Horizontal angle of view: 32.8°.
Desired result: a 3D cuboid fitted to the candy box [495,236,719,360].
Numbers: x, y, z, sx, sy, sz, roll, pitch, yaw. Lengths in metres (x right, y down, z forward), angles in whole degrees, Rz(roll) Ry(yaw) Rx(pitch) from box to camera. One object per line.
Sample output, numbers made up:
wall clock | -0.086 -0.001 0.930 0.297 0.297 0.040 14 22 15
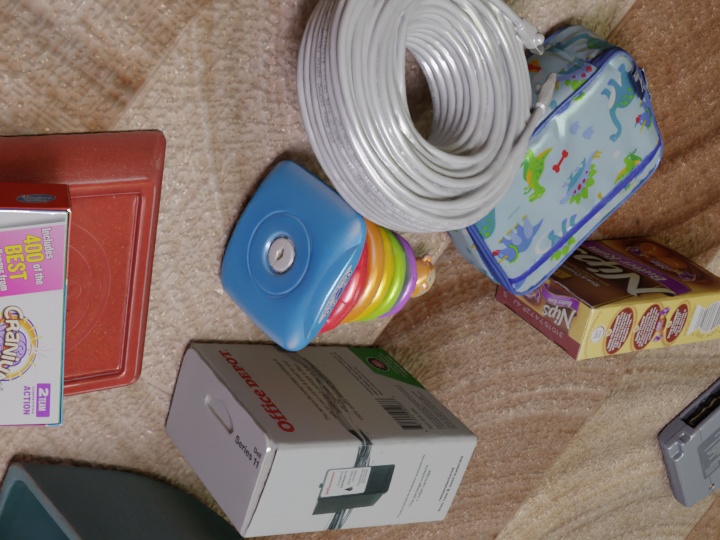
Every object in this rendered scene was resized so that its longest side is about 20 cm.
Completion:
candy box | 0.236 0.022 1.117 0.198 0.117 0.057 -7 121 -35

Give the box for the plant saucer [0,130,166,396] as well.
plant saucer | -0.222 0.011 0.816 0.198 0.037 0.202 -7 121 -34

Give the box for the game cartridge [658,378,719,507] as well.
game cartridge | 0.431 0.178 1.420 0.199 0.040 0.134 -37 129 -13

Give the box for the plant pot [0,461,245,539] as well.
plant pot | -0.162 0.272 0.922 0.199 0.196 0.198 5 114 -48

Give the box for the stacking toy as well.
stacking toy | 0.000 0.000 0.949 0.199 0.110 0.117 11 113 -53

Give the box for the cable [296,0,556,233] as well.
cable | 0.042 -0.128 0.861 0.200 0.069 0.202 42 59 -32

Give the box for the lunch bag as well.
lunch bag | 0.156 -0.089 1.016 0.200 0.082 0.161 -41 136 -8

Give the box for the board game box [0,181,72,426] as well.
board game box | -0.277 0.022 0.733 0.197 0.040 0.155 1 116 -17

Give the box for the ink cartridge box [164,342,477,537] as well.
ink cartridge box | -0.033 0.127 0.956 0.198 0.146 0.084 5 114 -38
